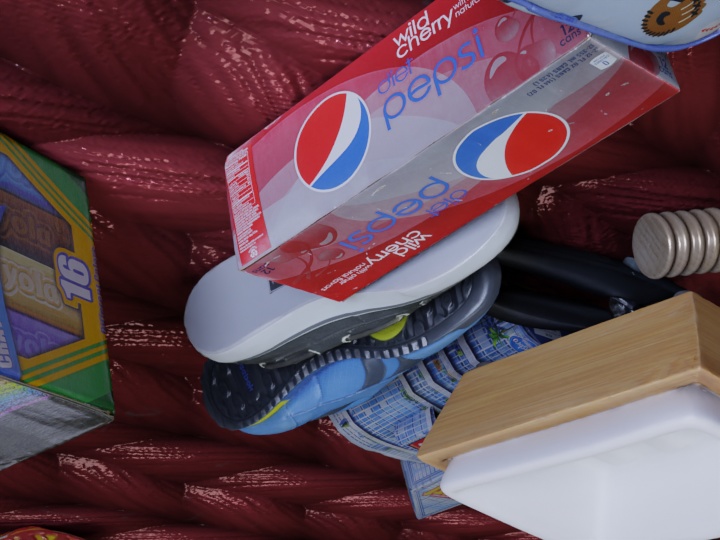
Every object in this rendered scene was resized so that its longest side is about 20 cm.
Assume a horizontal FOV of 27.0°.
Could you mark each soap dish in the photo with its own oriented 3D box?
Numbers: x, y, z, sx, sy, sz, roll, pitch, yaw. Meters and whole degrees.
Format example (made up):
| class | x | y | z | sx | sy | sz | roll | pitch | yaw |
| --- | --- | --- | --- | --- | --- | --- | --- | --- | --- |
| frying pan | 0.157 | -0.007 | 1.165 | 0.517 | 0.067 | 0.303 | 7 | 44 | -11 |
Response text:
| class | x | y | z | sx | sy | sz | roll | pitch | yaw |
| --- | --- | --- | --- | --- | --- | --- | --- | --- | --- |
| soap dish | 0.155 | 0.090 | 0.826 | 0.157 | 0.081 | 0.200 | 27 | 145 | -33 |

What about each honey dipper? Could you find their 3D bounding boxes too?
| class | x | y | z | sx | sy | sz | roll | pitch | yaw |
| --- | --- | --- | --- | --- | --- | --- | --- | --- | --- |
| honey dipper | 0.249 | -0.022 | 0.866 | 0.200 | 0.038 | 0.038 | -5 | 152 | -25 |

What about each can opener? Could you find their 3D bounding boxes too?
| class | x | y | z | sx | sy | sz | roll | pitch | yaw |
| --- | --- | --- | --- | --- | --- | --- | --- | --- | --- |
| can opener | 0.135 | 0.016 | 0.859 | 0.200 | 0.064 | 0.079 | 20 | 166 | -34 |

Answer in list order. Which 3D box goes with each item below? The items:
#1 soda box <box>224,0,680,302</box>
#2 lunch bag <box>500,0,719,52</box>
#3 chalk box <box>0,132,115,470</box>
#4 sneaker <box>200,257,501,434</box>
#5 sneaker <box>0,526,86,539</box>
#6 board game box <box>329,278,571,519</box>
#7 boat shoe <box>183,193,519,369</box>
| class | x | y | z | sx | sy | sz | roll | pitch | yaw |
| --- | --- | --- | --- | --- | --- | --- | --- | --- | --- |
| soda box | 0.032 | -0.062 | 0.648 | 0.200 | 0.064 | 0.070 | -32 | 148 | 33 |
| lunch bag | 0.092 | -0.155 | 0.487 | 0.200 | 0.076 | 0.160 | 10 | 143 | -40 |
| chalk box | -0.211 | 0.002 | 0.594 | 0.124 | 0.124 | 0.200 | -23 | 151 | 21 |
| sneaker | 0.004 | 0.034 | 0.828 | 0.200 | 0.066 | 0.078 | -30 | 158 | 31 |
| sneaker | -0.271 | 0.219 | 1.066 | 0.200 | 0.073 | 0.077 | 3 | 171 | -22 |
| board game box | 0.076 | 0.095 | 0.975 | 0.200 | 0.062 | 0.200 | -31 | 149 | 29 |
| boat shoe | 0.000 | 0.000 | 0.754 | 0.200 | 0.069 | 0.057 | -22 | 151 | 32 |
